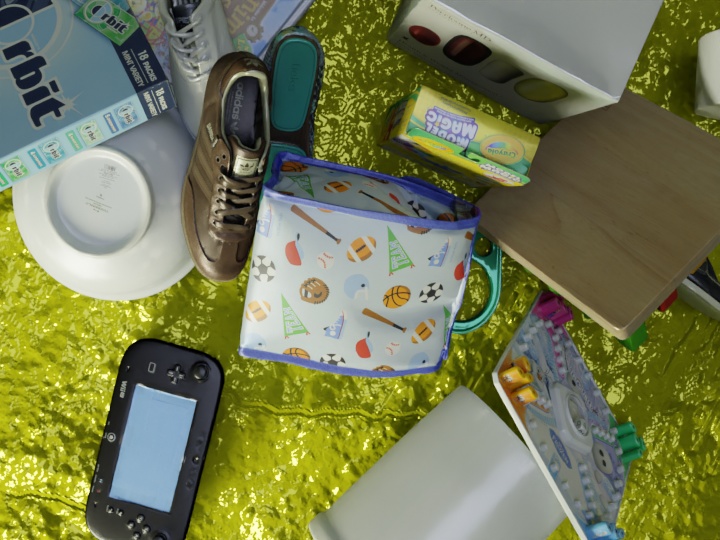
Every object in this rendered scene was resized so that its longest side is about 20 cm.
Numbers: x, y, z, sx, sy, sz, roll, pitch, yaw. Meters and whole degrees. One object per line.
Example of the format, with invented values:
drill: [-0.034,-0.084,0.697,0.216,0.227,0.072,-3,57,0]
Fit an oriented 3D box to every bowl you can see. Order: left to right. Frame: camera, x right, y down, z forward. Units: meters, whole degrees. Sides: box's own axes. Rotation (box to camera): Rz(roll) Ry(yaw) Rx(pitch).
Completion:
bowl: [-0.230,-0.065,0.851,0.196,0.090,0.206,-1,99,-4]

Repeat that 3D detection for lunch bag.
lunch bag: [0.000,0.000,0.858,0.195,0.125,0.173,11,117,-1]

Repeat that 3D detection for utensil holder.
utensil holder: [0.076,0.234,0.881,0.200,0.170,0.170,-43,98,-5]

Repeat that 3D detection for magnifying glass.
magnifying glass: [0.128,-0.031,0.944,0.078,0.022,0.203,26,89,-8]

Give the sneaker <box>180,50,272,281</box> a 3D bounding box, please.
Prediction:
sneaker: [-0.114,-0.086,0.807,0.069,0.075,0.205,1,100,-21]

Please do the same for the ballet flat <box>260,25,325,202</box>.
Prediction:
ballet flat: [-0.076,-0.133,0.883,0.073,0.075,0.203,16,114,-8]

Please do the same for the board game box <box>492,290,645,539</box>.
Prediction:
board game box: [0.206,0.138,0.885,0.026,0.200,0.202,-26,98,30]

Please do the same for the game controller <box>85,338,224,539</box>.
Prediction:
game controller: [-0.199,0.171,0.903,0.102,0.042,0.205,14,91,-8]

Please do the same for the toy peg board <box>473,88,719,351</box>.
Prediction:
toy peg board: [0.243,-0.044,0.877,0.199,0.200,0.098,-43,142,-8]

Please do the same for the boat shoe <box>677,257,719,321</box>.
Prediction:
boat shoe: [0.328,-0.014,0.946,0.199,0.072,0.068,39,89,-5]

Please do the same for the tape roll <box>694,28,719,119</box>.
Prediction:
tape roll: [0.422,-0.185,0.884,0.197,0.202,0.073,2,92,-7]

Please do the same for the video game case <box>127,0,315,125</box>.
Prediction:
video game case: [-0.159,-0.261,0.892,0.181,0.022,0.201,40,88,-8]

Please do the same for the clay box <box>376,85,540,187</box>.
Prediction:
clay box: [0.085,-0.117,0.843,0.113,0.200,0.049,22,91,-9]

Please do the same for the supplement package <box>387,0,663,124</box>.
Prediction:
supplement package: [0.148,-0.247,0.844,0.188,0.200,0.150,25,90,-8]

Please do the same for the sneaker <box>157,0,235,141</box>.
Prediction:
sneaker: [-0.152,-0.208,0.843,0.071,0.071,0.205,-12,91,12]

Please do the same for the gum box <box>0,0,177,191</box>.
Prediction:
gum box: [-0.283,-0.175,0.807,0.197,0.045,0.172,-28,69,-9]
